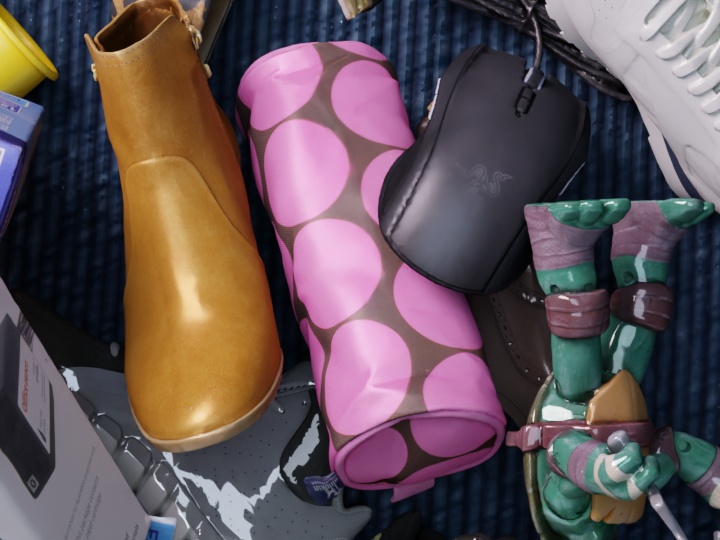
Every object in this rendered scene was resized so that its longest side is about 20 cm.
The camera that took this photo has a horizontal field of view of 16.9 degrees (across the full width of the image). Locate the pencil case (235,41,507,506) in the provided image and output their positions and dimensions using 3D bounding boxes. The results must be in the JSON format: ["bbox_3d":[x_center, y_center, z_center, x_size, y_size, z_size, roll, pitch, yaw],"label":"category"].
[{"bbox_3d":[0.000,0.000,1.081,0.091,0.094,0.200,-14,65,1],"label":"pencil case"}]

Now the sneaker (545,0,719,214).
[{"bbox_3d":[0.148,-0.093,1.052,0.076,0.080,0.200,-43,124,-2],"label":"sneaker"}]

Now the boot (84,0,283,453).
[{"bbox_3d":[-0.085,-0.027,1.037,0.071,0.201,0.144,-14,118,5],"label":"boot"}]

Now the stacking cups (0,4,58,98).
[{"bbox_3d":[-0.234,-0.047,1.144,0.200,0.061,0.061,-42,83,4],"label":"stacking cups"}]

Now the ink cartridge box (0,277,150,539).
[{"bbox_3d":[-0.194,0.071,0.951,0.145,0.084,0.200,-14,124,20],"label":"ink cartridge box"}]

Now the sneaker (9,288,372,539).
[{"bbox_3d":[-0.073,0.061,1.115,0.115,0.075,0.200,-42,91,-7],"label":"sneaker"}]

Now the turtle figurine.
[{"bbox_3d":[0.111,0.070,1.017,0.101,0.150,0.200,-3,90,24],"label":"turtle figurine"}]

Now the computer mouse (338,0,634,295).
[{"bbox_3d":[0.045,-0.084,1.066,0.140,0.046,0.200,34,45,2],"label":"computer mouse"}]

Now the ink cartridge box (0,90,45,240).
[{"bbox_3d":[-0.210,-0.048,1.012,0.136,0.200,0.076,19,99,-8],"label":"ink cartridge box"}]

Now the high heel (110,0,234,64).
[{"bbox_3d":[-0.029,-0.171,1.122,0.200,0.071,0.143,-18,77,19],"label":"high heel"}]

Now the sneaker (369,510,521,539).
[{"bbox_3d":[0.062,0.161,1.058,0.200,0.074,0.088,21,74,44],"label":"sneaker"}]

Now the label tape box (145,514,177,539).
[{"bbox_3d":[-0.182,0.128,1.082,0.200,0.066,0.143,14,119,3],"label":"label tape box"}]

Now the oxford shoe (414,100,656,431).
[{"bbox_3d":[0.066,0.018,1.104,0.073,0.071,0.200,-28,84,5],"label":"oxford shoe"}]
